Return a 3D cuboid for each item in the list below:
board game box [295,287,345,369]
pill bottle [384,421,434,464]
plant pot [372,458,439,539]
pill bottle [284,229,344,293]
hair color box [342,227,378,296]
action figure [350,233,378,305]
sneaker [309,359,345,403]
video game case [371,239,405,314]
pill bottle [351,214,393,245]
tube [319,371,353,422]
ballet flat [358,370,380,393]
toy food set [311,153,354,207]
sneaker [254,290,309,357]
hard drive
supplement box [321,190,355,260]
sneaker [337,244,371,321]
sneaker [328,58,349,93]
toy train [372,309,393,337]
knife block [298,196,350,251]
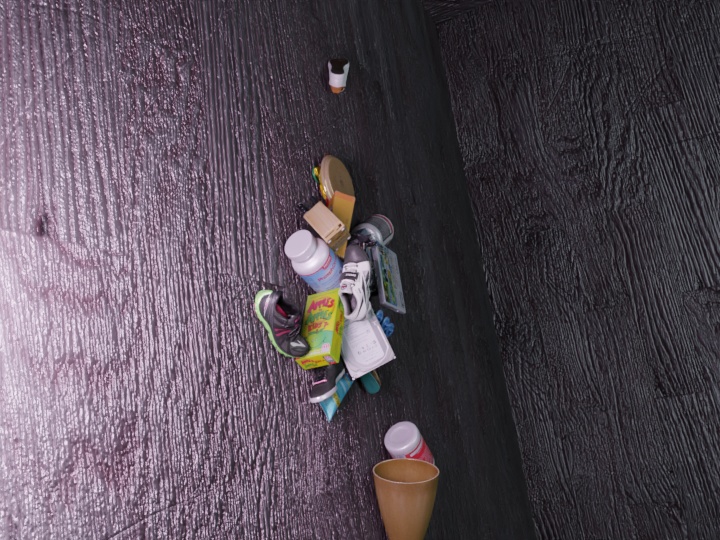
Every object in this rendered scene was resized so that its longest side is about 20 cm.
[{"bbox_3d":[-0.096,0.145,1.518,0.048,0.101,0.201,52,33,-40],"label":"board game box"},{"bbox_3d":[0.159,0.569,1.834,0.201,0.111,0.113,62,27,-28],"label":"pill bottle"},{"bbox_3d":[0.127,0.654,1.667,0.186,0.185,0.202,-3,93,-66],"label":"plant pot"},{"bbox_3d":[-0.111,-0.015,1.566,0.200,0.108,0.110,49,35,-45],"label":"pill bottle"},{"bbox_3d":[0.000,-0.017,1.825,0.202,0.098,0.061,67,23,-18],"label":"hair color box"},{"bbox_3d":[0.000,0.000,1.716,0.119,0.101,0.202,13,76,-71],"label":"action figure"},{"bbox_3d":[-0.097,0.251,1.503,0.200,0.070,0.100,-53,124,-68],"label":"sneaker"},{"bbox_3d":[0.086,0.023,1.846,0.182,0.022,0.202,29,50,-63],"label":"video game case"},{"bbox_3d":[0.030,-0.106,1.927,0.112,0.110,0.200,71,24,-11],"label":"pill bottle"},{"bbox_3d":[-0.060,0.310,1.584,0.078,0.050,0.200,61,31,-12],"label":"tube"},{"bbox_3d":[0.004,0.269,1.731,0.201,0.067,0.073,60,8,-33],"label":"ballet flat"},{"bbox_3d":[-0.077,-0.265,1.856,0.200,0.048,0.200,-41,114,-63],"label":"toy food set"},{"bbox_3d":[-0.170,0.127,1.386,0.201,0.083,0.077,60,29,-32],"label":"sneaker"},{"bbox_3d":[-0.008,0.177,1.615,0.201,0.139,0.038,64,-19,8],"label":"hard drive"},{"bbox_3d":[-0.069,-0.122,1.713,0.066,0.069,0.202,18,62,-16],"label":"supplement box"},{"bbox_3d":[-0.018,0.030,1.533,0.088,0.073,0.202,5,77,-61],"label":"sneaker"},{"bbox_3d":[-0.082,-0.675,2.079,0.201,0.072,0.085,-81,178,-53],"label":"sneaker"},{"bbox_3d":[0.030,0.176,1.745,0.115,0.086,0.200,-60,151,-13],"label":"toy train"},{"bbox_3d":[-0.108,-0.139,1.582,0.176,0.064,0.200,47,-1,10],"label":"knife block"}]
